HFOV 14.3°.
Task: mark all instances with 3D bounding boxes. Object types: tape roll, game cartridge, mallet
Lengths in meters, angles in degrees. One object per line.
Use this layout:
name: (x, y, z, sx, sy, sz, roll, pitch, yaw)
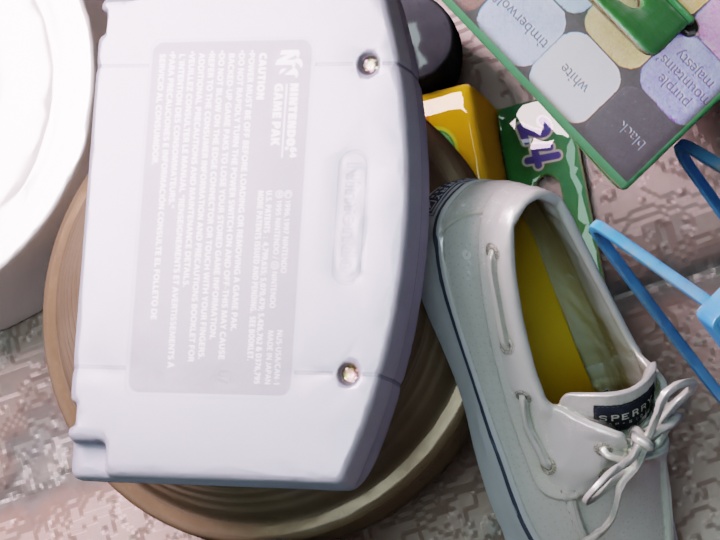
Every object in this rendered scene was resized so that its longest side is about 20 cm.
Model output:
tape roll: (-0.198, -0.072, 1.288, 0.201, 0.071, 0.204, -3, 79, 18)
game cartridge: (-0.040, -0.017, 1.094, 0.132, 0.040, 0.201, 1, 81, 21)
mallet: (-0.049, -0.121, 1.221, 0.199, 0.066, 0.041, 21, 84, -1)

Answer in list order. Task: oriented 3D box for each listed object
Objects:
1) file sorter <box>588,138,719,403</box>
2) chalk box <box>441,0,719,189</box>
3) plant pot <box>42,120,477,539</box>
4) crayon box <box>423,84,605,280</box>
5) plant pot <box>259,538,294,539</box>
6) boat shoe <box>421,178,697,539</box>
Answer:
file sorter: (0.207, -0.023, 1.086, 0.200, 0.139, 0.123, -43, 31, -5)
chalk box: (0.107, -0.121, 1.077, 0.124, 0.200, 0.125, -44, 90, 14)
plant pot: (-0.047, 0.010, 1.158, 0.199, 0.093, 0.202, -3, 80, 18)
crayon box: (0.000, 0.000, 1.220, 0.199, 0.052, 0.127, -14, 76, 14)
plant pot: (-0.034, 0.188, 1.140, 0.199, 0.201, 0.135, -15, 44, 15)
boat shoe: (0.094, 0.055, 1.121, 0.086, 0.074, 0.203, -1, 114, 54)
